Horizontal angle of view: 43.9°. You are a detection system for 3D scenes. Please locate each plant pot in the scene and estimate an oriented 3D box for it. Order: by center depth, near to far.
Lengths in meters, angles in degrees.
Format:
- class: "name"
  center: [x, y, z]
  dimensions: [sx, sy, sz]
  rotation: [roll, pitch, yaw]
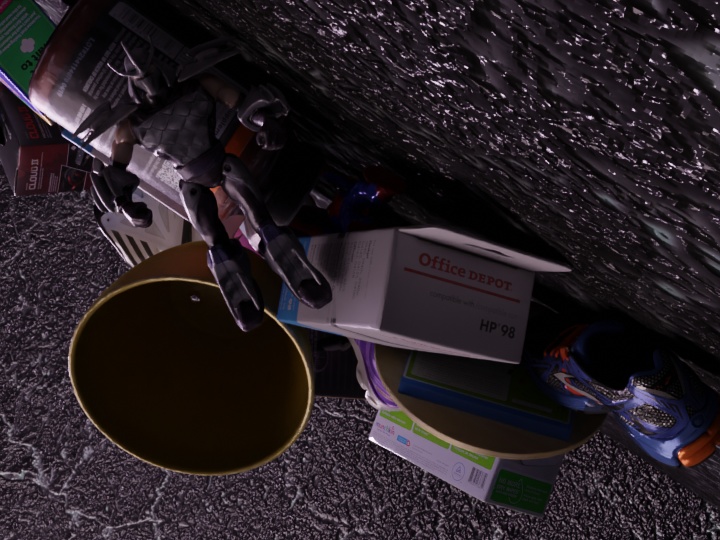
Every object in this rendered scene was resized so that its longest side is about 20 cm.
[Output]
- class: "plant pot"
  center: [-0.131, 0.053, 0.772]
  dimensions: [0.199, 0.200, 0.142]
  rotation: [34, -152, -16]

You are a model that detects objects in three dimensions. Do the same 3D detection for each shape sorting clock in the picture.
- class: "shape sorting clock"
  center: [0.109, 0.079, 0.742]
  dimensions: [0.199, 0.199, 0.039]
  rotation: [32, 136, 26]

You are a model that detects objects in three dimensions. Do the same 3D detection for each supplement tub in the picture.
- class: "supplement tub"
  center: [-0.124, -0.107, 0.639]
  dimensions: [0.199, 0.107, 0.107]
  rotation: [34, 178, -13]

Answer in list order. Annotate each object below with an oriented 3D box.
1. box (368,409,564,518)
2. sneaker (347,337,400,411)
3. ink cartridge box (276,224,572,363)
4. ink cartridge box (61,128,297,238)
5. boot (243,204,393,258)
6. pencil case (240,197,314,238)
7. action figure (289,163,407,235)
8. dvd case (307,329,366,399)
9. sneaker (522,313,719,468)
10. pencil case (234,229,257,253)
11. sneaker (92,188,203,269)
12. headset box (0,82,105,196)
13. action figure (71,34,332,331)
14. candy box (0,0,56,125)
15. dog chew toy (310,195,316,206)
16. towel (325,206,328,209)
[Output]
- class: "box"
  center: [0.123, 0.135, 0.949]
  dimensions: [0.096, 0.178, 0.199]
  rotation: [24, 174, -35]
- class: "sneaker"
  center: [0.017, 0.046, 0.935]
  dimensions: [0.201, 0.080, 0.083]
  rotation: [63, 156, 9]
- class: "ink cartridge box"
  center: [0.035, 0.018, 0.615]
  dimensions: [0.115, 0.067, 0.199]
  rotation: [15, 173, -27]
- class: "ink cartridge box"
  center: [-0.150, -0.112, 0.794]
  dimensions: [0.199, 0.116, 0.068]
  rotation: [33, 178, 19]
- class: "boot"
  center: [0.000, 0.000, 0.840]
  dimensions: [0.186, 0.065, 0.199]
  rotation: [42, -160, 29]
- class: "pencil case"
  center: [-0.087, -0.062, 0.969]
  dimensions: [0.090, 0.084, 0.200]
  rotation: [0, 151, 19]
- class: "action figure"
  center: [-0.028, -0.060, 0.739]
  dimensions: [0.098, 0.066, 0.200]
  rotation: [20, 179, -7]
- class: "dvd case"
  center: [-0.024, 0.065, 0.984]
  dimensions: [0.199, 0.150, 0.016]
  rotation: [10, 167, -38]
- class: "sneaker"
  center: [0.173, 0.061, 0.632]
  dimensions: [0.079, 0.075, 0.200]
  rotation: [52, 168, -24]
- class: "pencil case"
  center: [-0.166, -0.039, 1.016]
  dimensions: [0.093, 0.091, 0.201]
  rotation: [-7, 130, 16]
- class: "sneaker"
  center: [-0.209, -0.090, 0.882]
  dimensions: [0.114, 0.203, 0.076]
  rotation: [-4, -167, -11]
- class: "headset box"
  center: [-0.337, -0.166, 1.033]
  dimensions: [0.198, 0.075, 0.149]
  rotation: [-9, -130, -34]
- class: "action figure"
  center: [-0.092, -0.057, 0.561]
  dimensions: [0.201, 0.129, 0.070]
  rotation: [61, -175, -31]
- class: "candy box"
  center: [-0.371, -0.258, 0.876]
  dimensions: [0.169, 0.077, 0.200]
  rotation: [34, 168, 44]
- class: "dog chew toy"
  center: [-0.125, -0.084, 1.105]
  dimensions: [0.124, 0.125, 0.200]
  rotation: [32, 163, 29]
- class: "towel"
  center: [0.045, -0.020, 1.064]
  dimensions: [0.199, 0.032, 0.191]
  rotation: [34, 177, -5]
